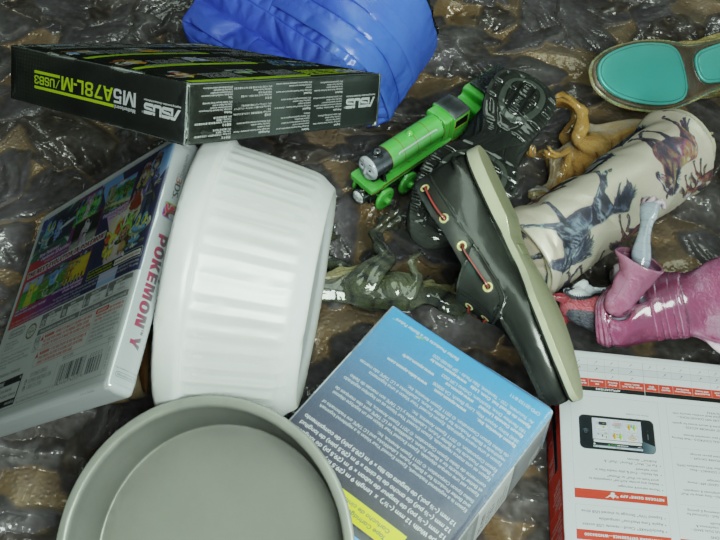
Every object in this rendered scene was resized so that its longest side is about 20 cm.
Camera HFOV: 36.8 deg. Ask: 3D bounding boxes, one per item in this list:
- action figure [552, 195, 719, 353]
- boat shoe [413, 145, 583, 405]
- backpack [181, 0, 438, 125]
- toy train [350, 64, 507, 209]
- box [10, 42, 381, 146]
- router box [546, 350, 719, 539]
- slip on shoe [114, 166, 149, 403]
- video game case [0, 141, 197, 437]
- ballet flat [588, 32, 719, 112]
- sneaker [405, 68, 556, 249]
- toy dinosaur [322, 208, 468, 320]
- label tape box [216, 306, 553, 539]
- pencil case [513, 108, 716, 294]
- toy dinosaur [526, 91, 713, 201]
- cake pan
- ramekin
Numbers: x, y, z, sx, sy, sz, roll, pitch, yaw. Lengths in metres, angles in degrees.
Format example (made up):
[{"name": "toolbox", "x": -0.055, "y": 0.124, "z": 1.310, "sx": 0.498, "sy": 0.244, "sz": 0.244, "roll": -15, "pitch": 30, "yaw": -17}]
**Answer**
[{"name": "action figure", "x": 0.238, "y": 0.032, "z": 0.814, "sx": 0.199, "sy": 0.134, "sz": 0.150, "roll": -11, "pitch": 65, "yaw": 15}, {"name": "boat shoe", "x": 0.102, "y": 0.009, "z": 0.791, "sx": 0.063, "sy": 0.074, "sz": 0.202, "roll": -28, "pitch": 75, "yaw": 14}, {"name": "backpack", "x": -0.040, "y": -0.210, "z": 0.964, "sx": 0.199, "sy": 0.163, "sz": 0.168, "roll": 28, "pitch": 84, "yaw": 17}, {"name": "toy train", "x": 0.069, "y": -0.122, "z": 0.963, "sx": 0.200, "sy": 0.057, "sz": 0.042, "roll": -36, "pitch": 62, "yaw": -28}, {"name": "box", "x": -0.119, "y": -0.135, "z": 0.795, "sx": 0.192, "sy": 0.048, "sz": 0.199, "roll": 20, "pitch": 22, "yaw": 34}, {"name": "router box", "x": 0.234, "y": 0.151, "z": 0.769, "sx": 0.199, "sy": 0.049, "sz": 0.180, "roll": 6, "pitch": 52, "yaw": 1}, {"name": "slip on shoe", "x": -0.176, "y": 0.009, "z": 0.830, "sx": 0.060, "sy": 0.076, "sz": 0.201, "roll": 3, "pitch": 55, "yaw": 7}, {"name": "video game case", "x": -0.193, "y": 0.017, "z": 0.752, "sx": 0.023, "sy": 0.199, "sz": 0.183, "roll": 29, "pitch": 58, "yaw": -33}, {"name": "ballet flat", "x": 0.298, "y": -0.185, "z": 1.025, "sx": 0.199, "sy": 0.071, "sz": 0.071, "roll": -12, "pitch": 54, "yaw": -14}, {"name": "sneaker", "x": 0.099, "y": -0.080, "z": 0.910, "sx": 0.076, "sy": 0.091, "sz": 0.200, "roll": 35, "pitch": 57, "yaw": 8}, {"name": "toy dinosaur", "x": 0.000, "y": 0.000, "z": 0.873, "sx": 0.199, "sy": 0.048, "sz": 0.089, "roll": -2, "pitch": 59, "yaw": -1}, {"name": "label tape box", "x": 0.019, "y": 0.141, "z": 0.752, "sx": 0.143, "sy": 0.066, "sz": 0.200, "roll": 33, "pitch": 62, "yaw": 20}, {"name": "pencil case", "x": 0.197, "y": -0.055, "z": 0.893, "sx": 0.199, "sy": 0.089, "sz": 0.078, "roll": -33, "pitch": 97, "yaw": -16}, {"name": "toy dinosaur", "x": 0.209, "y": -0.116, "z": 0.980, "sx": 0.199, "sy": 0.060, "sz": 0.107, "roll": -32, "pitch": 90, "yaw": -21}, {"name": "cake pan", "x": -0.095, "y": 0.181, "z": 0.680, "sx": 0.199, "sy": 0.037, "sz": 0.202, "roll": -4, "pitch": 75, "yaw": 14}, {"name": "ramekin", "x": -0.076, "y": 0.012, "z": 0.757, "sx": 0.094, "sy": 0.203, "sz": 0.203, "roll": 10, "pitch": 52, "yaw": 1}]
